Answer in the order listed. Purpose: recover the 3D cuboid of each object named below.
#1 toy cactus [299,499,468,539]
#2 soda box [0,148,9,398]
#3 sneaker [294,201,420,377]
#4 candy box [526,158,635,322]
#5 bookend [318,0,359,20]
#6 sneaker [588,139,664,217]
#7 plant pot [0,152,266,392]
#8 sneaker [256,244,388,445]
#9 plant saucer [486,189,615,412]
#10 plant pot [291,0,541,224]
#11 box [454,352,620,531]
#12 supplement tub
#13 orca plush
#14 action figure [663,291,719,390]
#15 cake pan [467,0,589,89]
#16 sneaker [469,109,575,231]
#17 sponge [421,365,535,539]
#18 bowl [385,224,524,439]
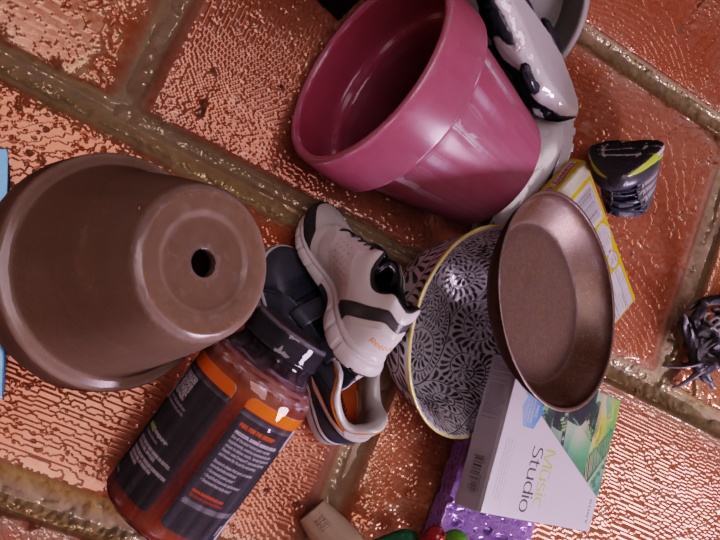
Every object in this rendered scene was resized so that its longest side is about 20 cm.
[{"bbox_3d":[0.003,0.290,0.779,0.200,0.102,0.165,-40,85,1],"label":"toy cactus"},{"bbox_3d":[-0.322,0.003,0.683,0.068,0.064,0.201,1,85,-22],"label":"soda box"},{"bbox_3d":[0.000,0.000,0.754,0.074,0.200,0.080,23,119,-38],"label":"sneaker"},{"bbox_3d":[0.226,-0.007,0.880,0.102,0.026,0.200,-43,126,-18],"label":"candy box"},{"bbox_3d":[0.039,-0.360,0.778,0.092,0.200,0.199,42,74,-14],"label":"bookend"},{"bbox_3d":[0.281,-0.094,0.880,0.200,0.074,0.081,-23,111,-64],"label":"sneaker"},{"bbox_3d":[-0.166,-0.001,0.657,0.200,0.174,0.201,3,85,-44],"label":"plant pot"},{"bbox_3d":[-0.030,0.065,0.780,0.078,0.079,0.201,-29,100,-41],"label":"sneaker"},{"bbox_3d":[0.171,0.028,0.777,0.200,0.037,0.202,10,76,-46],"label":"plant saucer"},{"bbox_3d":[0.065,-0.141,0.788,0.179,0.200,0.201,31,75,-33],"label":"plant pot"},{"bbox_3d":[0.182,0.175,0.835,0.200,0.036,0.145,23,80,-44],"label":"box"},{"bbox_3d":[-0.114,0.129,0.710,0.107,0.107,0.200,37,91,-15],"label":"supplement tub"},{"bbox_3d":[0.135,-0.217,0.819,0.200,0.071,0.106,37,50,-38],"label":"orca plush"},{"bbox_3d":[0.435,0.062,0.960,0.200,0.102,0.119,-43,113,-20],"label":"action figure"},{"bbox_3d":[0.131,-0.273,0.850,0.199,0.037,0.201,-5,118,-9],"label":"cake pan"},{"bbox_3d":[0.162,-0.104,0.879,0.080,0.076,0.201,19,79,-14],"label":"sneaker"},{"bbox_3d":[0.145,0.202,0.873,0.111,0.030,0.201,26,77,-19],"label":"sponge"},{"bbox_3d":[0.082,0.051,0.809,0.200,0.094,0.202,-11,106,-42],"label":"bowl"}]
